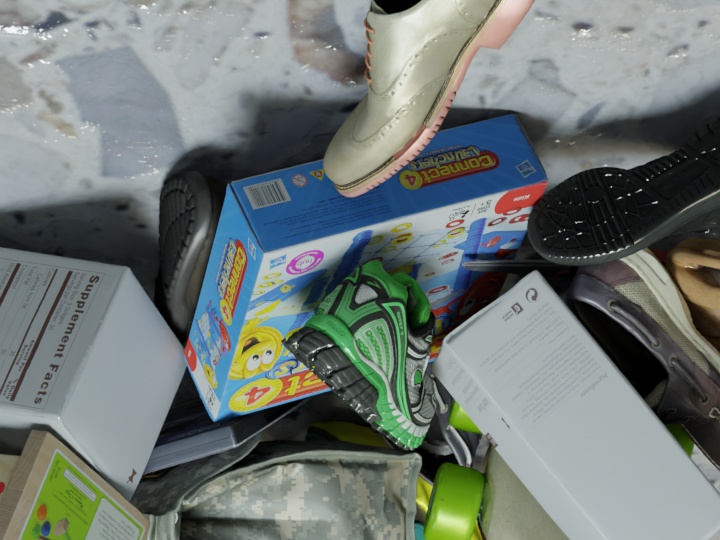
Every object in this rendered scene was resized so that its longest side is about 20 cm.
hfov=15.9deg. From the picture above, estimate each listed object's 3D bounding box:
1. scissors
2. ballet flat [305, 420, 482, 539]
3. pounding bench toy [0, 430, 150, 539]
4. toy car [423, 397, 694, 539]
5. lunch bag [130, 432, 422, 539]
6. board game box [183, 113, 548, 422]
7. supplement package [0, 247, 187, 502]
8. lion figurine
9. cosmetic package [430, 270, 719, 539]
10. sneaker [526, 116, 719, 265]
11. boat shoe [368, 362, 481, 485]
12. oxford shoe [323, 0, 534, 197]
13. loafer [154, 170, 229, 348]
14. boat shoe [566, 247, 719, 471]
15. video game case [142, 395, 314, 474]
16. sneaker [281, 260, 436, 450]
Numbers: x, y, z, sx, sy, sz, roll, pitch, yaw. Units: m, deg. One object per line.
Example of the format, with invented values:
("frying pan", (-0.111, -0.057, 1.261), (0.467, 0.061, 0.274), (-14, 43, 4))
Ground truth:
("scissors", (0.143, -0.004, 1.673), (0.073, 0.014, 0.200), (-26, 157, 28))
("ballet flat", (0.048, 0.166, 1.913), (0.200, 0.067, 0.067), (43, 159, -2))
("pounding bench toy", (-0.229, 0.198, 1.653), (0.155, 0.125, 0.200), (3, 150, 34))
("toy car", (0.129, 0.157, 1.793), (0.163, 0.159, 0.200), (14, 162, -1))
("lunch bag", (-0.083, 0.170, 1.789), (0.199, 0.118, 0.164), (3, 174, -29))
("board game box", (0.000, 0.000, 1.629), (0.199, 0.056, 0.196), (-15, 151, -22))
("supplement package", (-0.234, 0.062, 1.670), (0.199, 0.118, 0.117), (8, 150, 25))
("lion figurine", (0.233, 0.020, 1.688), (0.122, 0.073, 0.200), (23, 153, 22))
("cosmetic package", (0.139, 0.107, 1.635), (0.081, 0.200, 0.113), (-37, 172, -9))
("sneaker", (0.208, -0.044, 1.604), (0.199, 0.060, 0.104), (-25, 158, 13))
("boat shoe", (0.034, 0.090, 1.818), (0.072, 0.063, 0.200), (-15, 143, 20))
("oxford shoe", (0.026, -0.129, 1.485), (0.074, 0.071, 0.200), (25, 119, -23))
("loafer", (-0.096, -0.003, 1.682), (0.071, 0.073, 0.200), (-3, 153, -10))
("boat shoe", (0.195, 0.067, 1.660), (0.072, 0.065, 0.200), (2, 133, 54))
("video game case", (-0.109, 0.106, 1.764), (0.142, 0.019, 0.200), (-17, -174, 22))
("sneaker", (0.020, 0.053, 1.595), (0.085, 0.078, 0.200), (-48, 163, -3))
